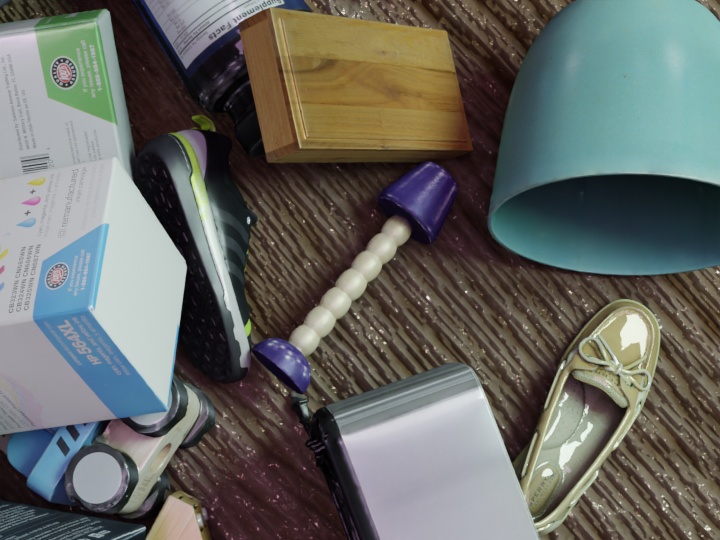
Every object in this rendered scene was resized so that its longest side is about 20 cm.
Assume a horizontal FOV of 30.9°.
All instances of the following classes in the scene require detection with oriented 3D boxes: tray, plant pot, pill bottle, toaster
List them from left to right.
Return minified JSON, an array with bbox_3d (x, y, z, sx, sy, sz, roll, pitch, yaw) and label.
[{"bbox_3d":[-0.100,-0.191,0.980,0.112,0.112,0.200,-31,86,-5],"label":"pill bottle"},{"bbox_3d":[0.003,-0.131,0.948,0.037,0.200,0.099,-18,82,40],"label":"tray"},{"bbox_3d":[0.038,0.159,0.914,0.118,0.181,0.201,-20,86,-7],"label":"toaster"},{"bbox_3d":[0.196,-0.104,0.946,0.200,0.201,0.162,6,71,-1],"label":"plant pot"}]

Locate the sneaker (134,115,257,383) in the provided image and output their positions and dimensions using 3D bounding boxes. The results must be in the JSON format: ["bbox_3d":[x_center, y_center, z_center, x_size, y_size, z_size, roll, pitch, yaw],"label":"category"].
[{"bbox_3d":[-0.103,-0.017,0.980,0.083,0.072,0.201,-22,104,-41],"label":"sneaker"}]

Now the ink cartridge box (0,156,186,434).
[{"bbox_3d":[-0.238,0.025,0.887,0.199,0.125,0.129,-10,52,13],"label":"ink cartridge box"}]

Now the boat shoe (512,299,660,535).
[{"bbox_3d":[0.169,0.109,0.977,0.073,0.063,0.201,35,78,3],"label":"boat shoe"}]

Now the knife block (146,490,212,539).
[{"bbox_3d":[-0.175,0.280,0.948,0.175,0.064,0.201,-17,85,-4],"label":"knife block"}]

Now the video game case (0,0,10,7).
[{"bbox_3d":[-0.244,-0.259,0.962,0.200,0.181,0.026,-38,127,-5],"label":"video game case"}]

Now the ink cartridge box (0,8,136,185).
[{"bbox_3d":[-0.274,-0.104,0.955,0.199,0.084,0.147,-8,108,-3],"label":"ink cartridge box"}]

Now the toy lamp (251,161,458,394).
[{"bbox_3d":[0.000,0.000,0.983,0.058,0.058,0.200,41,76,3],"label":"toy lamp"}]

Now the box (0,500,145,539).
[{"bbox_3d":[-0.257,0.261,0.855,0.196,0.124,0.201,6,95,19],"label":"box"}]

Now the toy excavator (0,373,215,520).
[{"bbox_3d":[-0.237,0.118,0.960,0.200,0.100,0.195,31,84,16],"label":"toy excavator"}]
